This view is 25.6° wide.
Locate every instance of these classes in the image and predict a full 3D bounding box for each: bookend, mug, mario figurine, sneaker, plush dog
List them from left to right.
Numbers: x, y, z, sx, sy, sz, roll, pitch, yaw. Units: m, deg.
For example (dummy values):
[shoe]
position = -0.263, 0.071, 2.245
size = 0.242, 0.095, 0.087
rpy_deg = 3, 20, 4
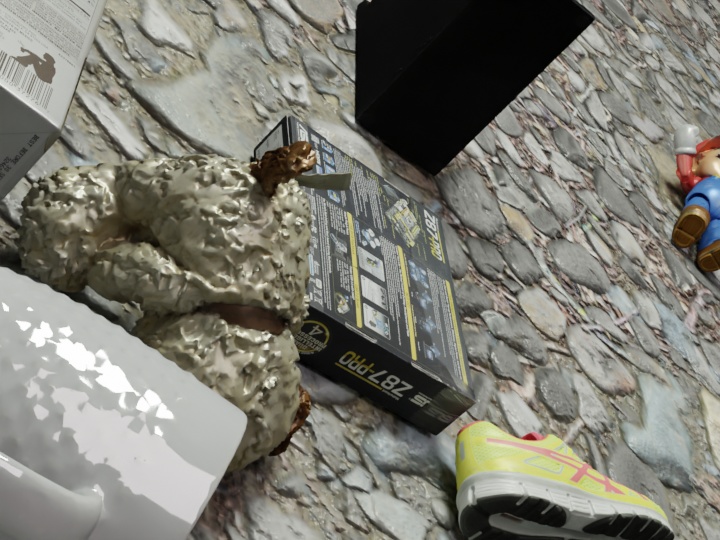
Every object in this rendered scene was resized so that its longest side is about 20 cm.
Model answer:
[mug]
position = -0.156, 0.073, 0.653
size = 0.175, 0.148, 0.200
rpy_deg = 35, -6, -6
[plush dog]
position = -0.079, 0.027, 0.890
size = 0.199, 0.160, 0.173
rpy_deg = 12, 70, -47
[bookend]
position = 0.091, -0.223, 1.373
size = 0.092, 0.199, 0.201
rpy_deg = 33, 30, -23
[sneaker]
position = 0.142, 0.153, 1.100
size = 0.199, 0.078, 0.091
rpy_deg = 26, 33, -37
[mario figurine]
position = 0.401, -0.093, 1.761
size = 0.201, 0.105, 0.124
rpy_deg = -68, 148, -52

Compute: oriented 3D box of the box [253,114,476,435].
[box]
position = 0.000, 0.000, 1.118
size = 0.161, 0.049, 0.201
rpy_deg = 30, 33, -30

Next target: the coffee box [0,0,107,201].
[coffee box]
position = -0.211, -0.116, 0.885
size = 0.080, 0.113, 0.201
rpy_deg = 36, 29, -22
